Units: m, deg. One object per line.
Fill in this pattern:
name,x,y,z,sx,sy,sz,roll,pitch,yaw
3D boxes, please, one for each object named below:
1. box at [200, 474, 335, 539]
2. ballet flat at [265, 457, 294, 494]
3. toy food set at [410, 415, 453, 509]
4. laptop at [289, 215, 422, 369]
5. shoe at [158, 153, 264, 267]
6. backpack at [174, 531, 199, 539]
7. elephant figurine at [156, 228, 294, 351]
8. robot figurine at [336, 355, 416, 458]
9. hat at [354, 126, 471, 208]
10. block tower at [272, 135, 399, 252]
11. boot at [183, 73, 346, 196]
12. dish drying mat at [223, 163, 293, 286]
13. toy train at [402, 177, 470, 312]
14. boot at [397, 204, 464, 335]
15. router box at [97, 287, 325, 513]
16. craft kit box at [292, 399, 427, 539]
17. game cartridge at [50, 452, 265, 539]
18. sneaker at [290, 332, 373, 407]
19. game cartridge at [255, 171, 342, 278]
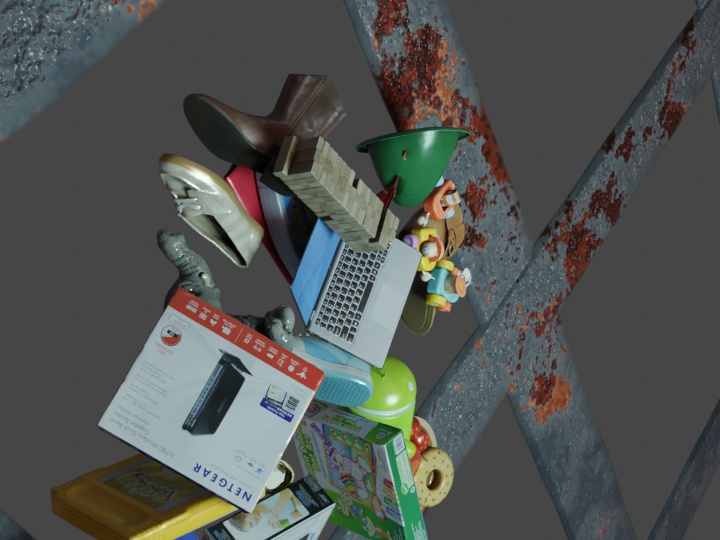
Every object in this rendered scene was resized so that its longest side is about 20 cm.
box,-0.137,0.371,1.419,0.199,0.060,0.117,-17,143,-46
ballet flat,-0.164,0.274,1.398,0.199,0.065,0.072,4,94,-49
toy food set,0.072,0.340,1.701,0.198,0.048,0.202,-45,130,-33
laptop,0.000,0.000,1.401,0.198,0.116,0.189,29,67,-17
shoe,-0.186,-0.073,1.291,0.200,0.069,0.054,47,56,-46
backpack,-0.281,0.403,1.197,0.167,0.200,0.164,17,42,-44
elephant figurine,-0.192,0.073,1.287,0.198,0.156,0.142,24,123,-24
robot figurine,0.021,0.213,1.543,0.114,0.176,0.203,1,119,-10
hat,0.076,-0.101,1.500,0.164,0.199,0.179,-5,88,-33
block tower,-0.026,-0.092,1.309,0.200,0.057,0.055,42,54,-43
boot,-0.117,-0.213,1.346,0.186,0.064,0.201,40,48,-15
dish drying mat,-0.120,-0.074,1.408,0.077,0.018,0.201,-55,133,-31
toy train,0.135,-0.037,1.577,0.150,0.055,0.202,-43,124,-40
boot,0.119,-0.011,1.664,0.155,0.073,0.203,-40,138,-49
router box,-0.167,0.149,1.182,0.198,0.049,0.181,30,72,-4
craft kit box,-0.006,0.293,1.486,0.048,0.196,0.202,-33,122,-36
game cartridge,-0.241,0.261,1.221,0.199,0.175,0.033,-14,110,-47
sneaker,-0.073,0.105,1.457,0.198,0.080,0.132,23,42,-17
game cartridge,-0.078,-0.088,1.420,0.133,0.040,0.202,-43,125,-41
